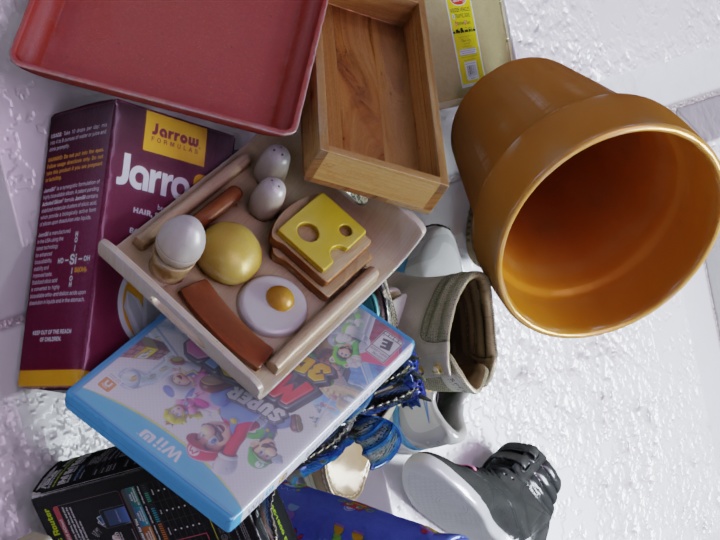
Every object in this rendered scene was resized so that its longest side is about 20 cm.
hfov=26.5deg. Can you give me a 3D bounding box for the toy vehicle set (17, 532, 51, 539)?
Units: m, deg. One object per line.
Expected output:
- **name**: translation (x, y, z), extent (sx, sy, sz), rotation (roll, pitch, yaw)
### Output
- **toy vehicle set**: translation (-0.270, 0.270, 0.985), extent (0.200, 0.026, 0.125), rotation (-25, 104, -36)

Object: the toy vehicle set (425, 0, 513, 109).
- **toy vehicle set**: translation (0.081, -0.206, 1.328), extent (0.200, 0.026, 0.125), rotation (-21, 101, -62)

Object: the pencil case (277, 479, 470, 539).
- **pencil case**: translation (-0.005, 0.217, 1.145), extent (0.078, 0.200, 0.087), rotation (11, 91, -51)

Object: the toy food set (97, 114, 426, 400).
- **toy food set**: translation (-0.062, -0.020, 1.034), extent (0.143, 0.060, 0.200), rotation (41, 51, 7)

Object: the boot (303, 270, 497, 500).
- **boot**: translation (0.030, 0.094, 1.212), extent (0.072, 0.154, 0.201), rotation (17, 80, -44)

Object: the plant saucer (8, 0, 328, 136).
- **plant saucer**: translation (-0.127, -0.187, 1.088), extent (0.199, 0.037, 0.200), rotation (14, 57, -4)

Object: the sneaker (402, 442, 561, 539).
- **sneaker**: translation (0.109, 0.183, 1.344), extent (0.200, 0.071, 0.099), rotation (44, 57, -39)

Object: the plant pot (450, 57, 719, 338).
- **plant pot**: translation (0.165, -0.078, 1.247), extent (0.200, 0.183, 0.201), rotation (-12, 130, -16)

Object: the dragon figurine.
- **dragon figurine**: translation (-0.010, 0.109, 1.072), extent (0.059, 0.099, 0.200), rotation (68, 22, -15)

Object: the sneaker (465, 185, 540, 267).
- **sneaker**: translation (0.171, -0.079, 1.417), extent (0.112, 0.071, 0.200), rotation (32, 77, -49)

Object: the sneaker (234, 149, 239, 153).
- **sneaker**: translation (-0.075, 0.008, 1.182), extent (0.115, 0.080, 0.200), rotation (65, 24, -55)

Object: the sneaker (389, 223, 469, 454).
- **sneaker**: translation (0.074, 0.058, 1.307), extent (0.075, 0.087, 0.201), rotation (11, 78, -41)

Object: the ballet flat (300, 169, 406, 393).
- **ballet flat**: translation (0.000, 0.000, 1.164), extent (0.075, 0.068, 0.201), rotation (-27, 112, -47)

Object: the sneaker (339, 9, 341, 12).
- **sneaker**: translation (-0.010, -0.265, 1.247), extent (0.076, 0.087, 0.201), rotation (18, 75, -41)

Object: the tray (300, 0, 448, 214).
- **tray**: translation (0.005, -0.136, 1.120), extent (0.098, 0.037, 0.200), rotation (14, 46, -20)

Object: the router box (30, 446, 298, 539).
- **router box**: translation (-0.119, 0.212, 1.065), extent (0.062, 0.150, 0.200), rotation (-60, 132, -68)

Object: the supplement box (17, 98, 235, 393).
- **supplement box**: translation (-0.164, -0.009, 1.086), extent (0.110, 0.086, 0.201), rotation (14, 77, -41)

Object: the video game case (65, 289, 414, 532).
- **video game case**: translation (-0.077, 0.069, 1.024), extent (0.200, 0.143, 0.018), rotation (-42, 158, -37)
